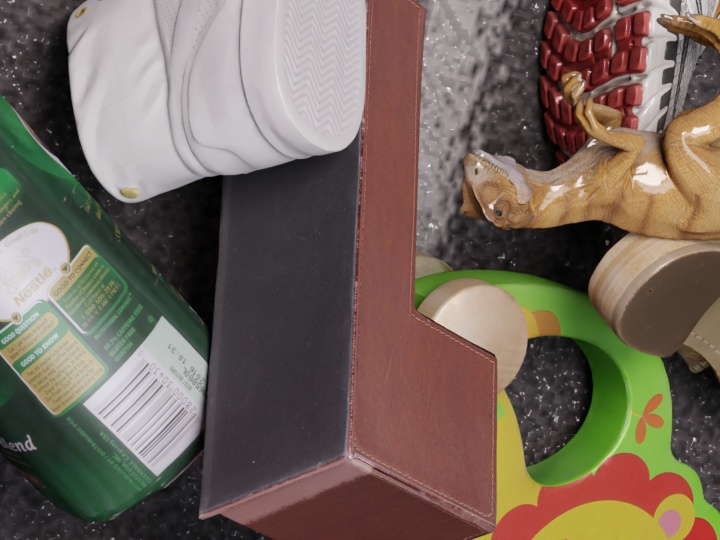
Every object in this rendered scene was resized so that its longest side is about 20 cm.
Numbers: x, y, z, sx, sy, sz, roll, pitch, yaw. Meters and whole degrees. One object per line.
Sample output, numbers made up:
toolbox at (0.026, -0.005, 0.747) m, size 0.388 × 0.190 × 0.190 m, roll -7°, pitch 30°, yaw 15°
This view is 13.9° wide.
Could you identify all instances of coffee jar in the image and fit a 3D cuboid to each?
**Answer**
coffee jar at (-0.136, -0.009, 1.022) m, size 0.085 × 0.104 × 0.200 m, roll -44°, pitch 114°, yaw -9°

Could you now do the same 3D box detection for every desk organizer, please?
desk organizer at (0.000, 0.000, 1.038) m, size 0.077 × 0.072 × 0.201 m, roll 29°, pitch 50°, yaw -38°

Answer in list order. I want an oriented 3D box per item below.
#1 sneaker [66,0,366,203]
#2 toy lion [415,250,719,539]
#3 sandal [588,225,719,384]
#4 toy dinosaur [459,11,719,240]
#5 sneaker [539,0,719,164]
sneaker at (-0.053, -0.119, 1.048) m, size 0.074 × 0.115 × 0.201 m, roll 37°, pitch 49°, yaw -40°
toy lion at (0.071, 0.105, 1.167) m, size 0.191 × 0.069 × 0.201 m, roll 9°, pitch 98°, yaw -32°
sandal at (0.143, 0.002, 1.162) m, size 0.078 × 0.070 × 0.211 m, roll -46°, pitch 148°, yaw 15°
toy dinosaur at (0.130, -0.034, 1.061) m, size 0.199 × 0.060 × 0.107 m, roll 8°, pitch 89°, yaw -9°
sneaker at (0.128, -0.114, 1.127) m, size 0.082 × 0.078 × 0.201 m, roll 11°, pitch 98°, yaw -26°
